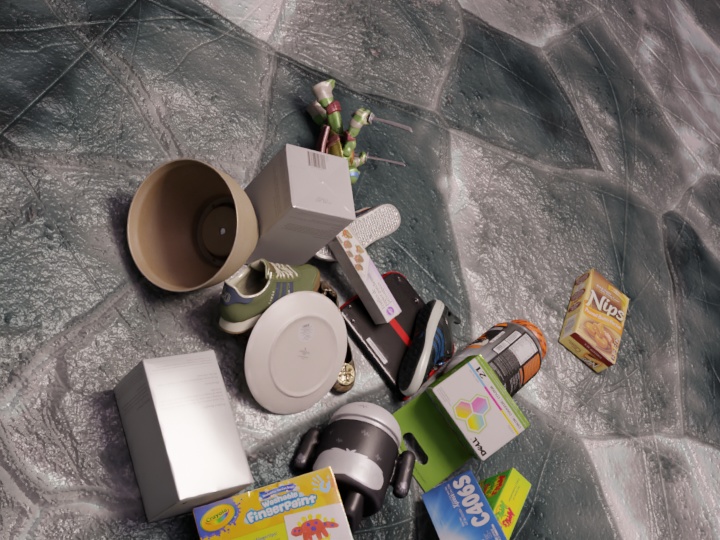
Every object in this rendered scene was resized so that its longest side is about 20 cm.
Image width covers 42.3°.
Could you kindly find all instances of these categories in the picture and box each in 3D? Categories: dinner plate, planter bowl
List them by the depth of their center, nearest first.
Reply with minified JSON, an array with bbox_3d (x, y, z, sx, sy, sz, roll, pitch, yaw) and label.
[{"bbox_3d":[-0.241,-0.064,1.448,0.135,0.200,0.200,8,56,-65],"label":"planter bowl"},{"bbox_3d":[-0.093,0.132,1.461,0.200,0.024,0.200,-10,106,-40],"label":"dinner plate"}]

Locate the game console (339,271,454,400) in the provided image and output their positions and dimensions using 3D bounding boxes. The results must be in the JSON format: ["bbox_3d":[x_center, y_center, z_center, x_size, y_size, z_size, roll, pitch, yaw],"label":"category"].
[{"bbox_3d":[0.067,0.112,1.673,0.177,0.031,0.200,-36,88,-38],"label":"game console"}]

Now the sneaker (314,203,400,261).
[{"bbox_3d":[-0.024,-0.063,1.673,0.200,0.079,0.079,-20,95,-34],"label":"sneaker"}]

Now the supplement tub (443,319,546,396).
[{"bbox_3d":[0.252,0.173,1.707,0.200,0.123,0.123,-30,84,-44],"label":"supplement tub"}]

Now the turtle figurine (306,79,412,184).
[{"bbox_3d":[-0.010,-0.265,1.763,0.194,0.200,0.144,62,13,16],"label":"turtle figurine"}]

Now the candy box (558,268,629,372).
[{"bbox_3d":[0.500,0.105,1.981,0.115,0.055,0.200,39,48,-12],"label":"candy box"}]

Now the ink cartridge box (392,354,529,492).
[{"bbox_3d":[0.155,0.257,1.550,0.200,0.076,0.148,-35,88,-10],"label":"ink cartridge box"}]

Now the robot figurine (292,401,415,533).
[{"bbox_3d":[-0.009,0.300,1.434,0.150,0.125,0.200,38,47,-19],"label":"robot figurine"}]

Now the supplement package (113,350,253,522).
[{"bbox_3d":[-0.249,0.229,1.297,0.117,0.117,0.200,-4,66,-39],"label":"supplement package"}]

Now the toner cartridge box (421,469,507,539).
[{"bbox_3d":[0.169,0.404,1.454,0.043,0.095,0.200,61,0,-26],"label":"toner cartridge box"}]

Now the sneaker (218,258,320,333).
[{"bbox_3d":[-0.139,0.019,1.455,0.067,0.090,0.200,29,43,34],"label":"sneaker"}]

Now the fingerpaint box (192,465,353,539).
[{"bbox_3d":[-0.113,0.382,1.285,0.200,0.073,0.167,-16,72,-12],"label":"fingerpaint box"}]

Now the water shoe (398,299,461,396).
[{"bbox_3d":[0.130,0.142,1.632,0.079,0.071,0.200,33,54,-16],"label":"water shoe"}]

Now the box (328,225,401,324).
[{"bbox_3d":[0.000,0.000,1.611,0.039,0.041,0.200,-38,103,-31],"label":"box"}]

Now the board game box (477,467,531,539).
[{"bbox_3d":[0.202,0.426,1.531,0.048,0.102,0.200,44,46,-9],"label":"board game box"}]

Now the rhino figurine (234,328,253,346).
[{"bbox_3d":[-0.130,0.067,1.520,0.087,0.060,0.200,36,45,11],"label":"rhino figurine"}]

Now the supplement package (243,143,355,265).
[{"bbox_3d":[-0.116,-0.098,1.536,0.121,0.200,0.120,10,59,-33],"label":"supplement package"}]

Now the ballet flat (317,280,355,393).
[{"bbox_3d":[-0.046,0.108,1.573,0.067,0.046,0.200,5,62,-34],"label":"ballet flat"}]
